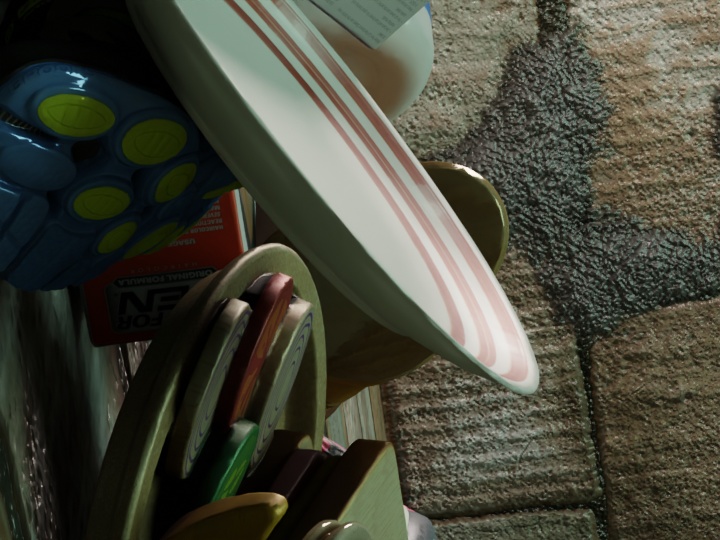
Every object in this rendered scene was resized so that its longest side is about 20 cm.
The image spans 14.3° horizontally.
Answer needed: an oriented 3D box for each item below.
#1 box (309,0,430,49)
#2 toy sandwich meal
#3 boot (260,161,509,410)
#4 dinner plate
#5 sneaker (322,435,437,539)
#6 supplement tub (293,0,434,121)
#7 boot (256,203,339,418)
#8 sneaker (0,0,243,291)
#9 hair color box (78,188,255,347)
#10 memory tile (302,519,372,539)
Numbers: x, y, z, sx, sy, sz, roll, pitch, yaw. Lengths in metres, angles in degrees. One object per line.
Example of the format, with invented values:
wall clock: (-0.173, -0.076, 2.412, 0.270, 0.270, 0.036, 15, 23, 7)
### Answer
box: (-0.028, -0.121, 0.890, 0.039, 0.041, 0.200, 54, 11, 23)
toy sandwich meal: (-0.027, 0.093, 0.926, 0.205, 0.070, 0.206, 12, 90, -74)
boot: (0.000, 0.001, 1.090, 0.071, 0.201, 0.144, 46, 33, -3)
dinner plate: (-0.017, -0.040, 0.825, 0.200, 0.024, 0.200, 49, 11, -13)
sneaker: (-0.018, 0.139, 1.252, 0.075, 0.081, 0.200, 48, 12, -13)
supplement tub: (-0.044, -0.157, 1.119, 0.132, 0.132, 0.201, 78, 7, -66)
boot: (-0.058, 0.019, 1.222, 0.200, 0.068, 0.189, -62, 152, -53)
sneaker: (-0.082, -0.046, 0.828, 0.083, 0.071, 0.200, 50, 11, 4)
hair color box: (-0.077, -0.087, 0.969, 0.102, 0.061, 0.200, -94, 177, -59)
memory tile: (-0.033, 0.187, 0.856, 0.153, 0.017, 0.200, 75, 34, -50)
